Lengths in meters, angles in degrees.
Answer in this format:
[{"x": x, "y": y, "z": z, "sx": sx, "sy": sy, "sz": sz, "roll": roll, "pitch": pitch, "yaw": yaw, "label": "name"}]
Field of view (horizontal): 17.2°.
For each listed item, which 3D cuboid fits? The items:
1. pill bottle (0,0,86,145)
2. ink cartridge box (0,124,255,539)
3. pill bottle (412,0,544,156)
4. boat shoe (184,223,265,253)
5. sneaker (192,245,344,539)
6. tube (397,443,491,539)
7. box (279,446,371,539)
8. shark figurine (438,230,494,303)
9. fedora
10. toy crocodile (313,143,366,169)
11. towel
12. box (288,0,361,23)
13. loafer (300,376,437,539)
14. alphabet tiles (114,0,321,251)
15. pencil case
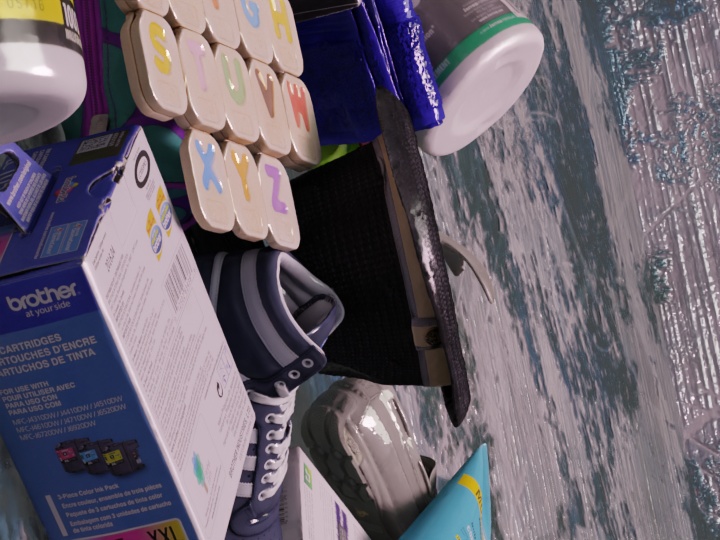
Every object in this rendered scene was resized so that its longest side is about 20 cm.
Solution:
[{"x": -0.179, "y": -0.153, "z": 0.949, "sx": 0.112, "sy": 0.112, "sz": 0.202, "roll": 16, "pitch": 62, "yaw": -74, "label": "pill bottle"}, {"x": -0.121, "y": 0.027, "z": 1.090, "sx": 0.137, "sy": 0.076, "sz": 0.201, "roll": -78, "pitch": 153, "yaw": -61, "label": "ink cartridge box"}, {"x": 0.020, "y": -0.183, "z": 1.610, "sx": 0.200, "sy": 0.113, "sz": 0.113, "roll": 46, "pitch": 5, "yaw": 18, "label": "pill bottle"}, {"x": -0.087, "y": -0.086, "z": 1.344, "sx": 0.075, "sy": 0.066, "sz": 0.201, "roll": 48, "pitch": 31, "yaw": -62, "label": "boat shoe"}, {"x": -0.050, "y": 0.077, "z": 1.255, "sx": 0.070, "sy": 0.108, "sz": 0.201, "roll": -74, "pitch": 148, "yaw": -62, "label": "sneaker"}, {"x": 0.051, "y": 0.175, "z": 1.490, "sx": 0.200, "sy": 0.050, "sz": 0.078, "roll": -38, "pitch": 132, "yaw": -67, "label": "tube"}, {"x": -0.015, "y": 0.214, "z": 1.425, "sx": 0.200, "sy": 0.036, "sz": 0.145, "roll": 56, "pitch": 25, "yaw": -52, "label": "box"}, {"x": -0.025, "y": 0.008, "z": 1.430, "sx": 0.214, "sy": 0.089, "sz": 0.129, "roll": -35, "pitch": 101, "yaw": -31, "label": "shark figurine"}, {"x": 0.000, "y": 0.000, "z": 1.320, "sx": 0.201, "sy": 0.091, "sz": 0.202, "roll": -12, "pitch": 90, "yaw": -90, "label": "fedora"}, {"x": -0.005, "y": -0.047, "z": 1.642, "sx": 0.068, "sy": 0.061, "sz": 0.201, "roll": 42, "pitch": 37, "yaw": -66, "label": "toy crocodile"}, {"x": -0.031, "y": -0.178, "z": 1.541, "sx": 0.049, "sy": 0.147, "sz": 0.201, "roll": -27, "pitch": 106, "yaw": -43, "label": "towel"}, {"x": -0.072, "y": -0.251, "z": 1.415, "sx": 0.115, "sy": 0.131, "sz": 0.201, "roll": -62, "pitch": 137, "yaw": -65, "label": "box"}, {"x": 0.027, "y": 0.149, "z": 1.547, "sx": 0.070, "sy": 0.070, "sz": 0.201, "roll": -44, "pitch": 129, "yaw": -29, "label": "loafer"}, {"x": -0.070, "y": -0.110, "z": 1.190, "sx": 0.200, "sy": 0.015, "sz": 0.197, "roll": 16, "pitch": 60, "yaw": -67, "label": "alphabet tiles"}, {"x": -0.120, "y": -0.117, "z": 1.205, "sx": 0.092, "sy": 0.085, "sz": 0.201, "roll": 17, "pitch": 60, "yaw": -63, "label": "pencil case"}]
